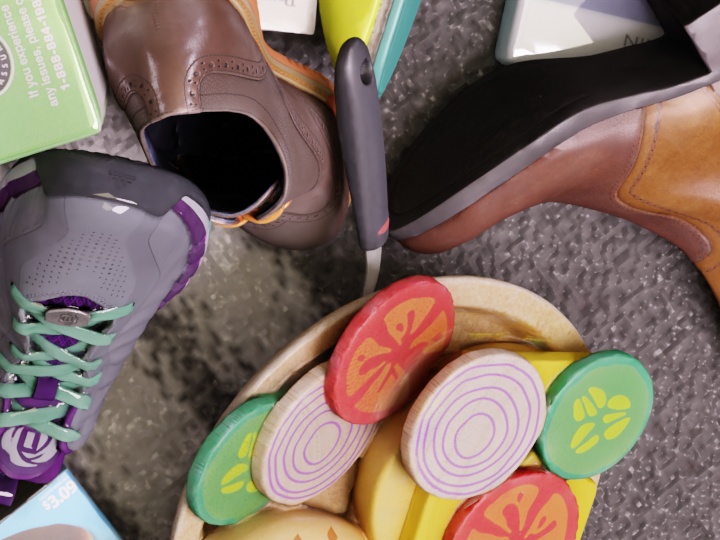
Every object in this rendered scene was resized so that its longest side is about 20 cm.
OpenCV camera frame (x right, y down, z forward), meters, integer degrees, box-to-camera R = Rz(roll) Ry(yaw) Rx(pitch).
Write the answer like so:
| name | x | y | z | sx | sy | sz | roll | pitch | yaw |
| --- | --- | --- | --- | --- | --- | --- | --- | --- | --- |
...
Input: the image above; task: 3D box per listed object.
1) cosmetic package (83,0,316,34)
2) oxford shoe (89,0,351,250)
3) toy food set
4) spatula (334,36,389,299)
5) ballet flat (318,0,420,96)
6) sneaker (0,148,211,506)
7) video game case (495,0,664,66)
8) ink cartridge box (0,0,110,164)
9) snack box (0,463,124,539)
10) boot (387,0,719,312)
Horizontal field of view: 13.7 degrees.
| name | x | y | z | sx | sy | sz | roll | pitch | yaw |
| --- | --- | --- | --- | --- | --- | --- | --- | --- | --- |
| cosmetic package | -0.065 | -0.188 | 1.088 | 0.103 | 0.087 | 0.201 | 1 | 96 | -15 |
| oxford shoe | -0.047 | -0.041 | 1.065 | 0.071 | 0.200 | 0.073 | -14 | 64 | 13 |
| toy food set | 0.014 | 0.090 | 1.120 | 0.199 | 0.049 | 0.199 | 1 | 115 | -35 |
| spatula | 0.000 | 0.000 | 1.110 | 0.020 | 0.057 | 0.201 | 15 | 129 | 17 |
| ballet flat | 0.014 | -0.164 | 1.131 | 0.067 | 0.067 | 0.201 | 23 | 87 | 6 |
| sneaker | -0.099 | 0.024 | 1.039 | 0.074 | 0.200 | 0.088 | 10 | 71 | -9 |
| video game case | 0.160 | -0.160 | 1.182 | 0.181 | 0.023 | 0.201 | 12 | 93 | -15 |
| ink cartridge box | -0.198 | -0.089 | 0.981 | 0.199 | 0.084 | 0.146 | -18 | 104 | 1 |
| snack box | -0.157 | 0.177 | 1.131 | 0.200 | 0.037 | 0.116 | -39 | 104 | -7 |
| boot | 0.126 | -0.007 | 1.177 | 0.188 | 0.069 | 0.200 | -35 | 119 | -3 |
